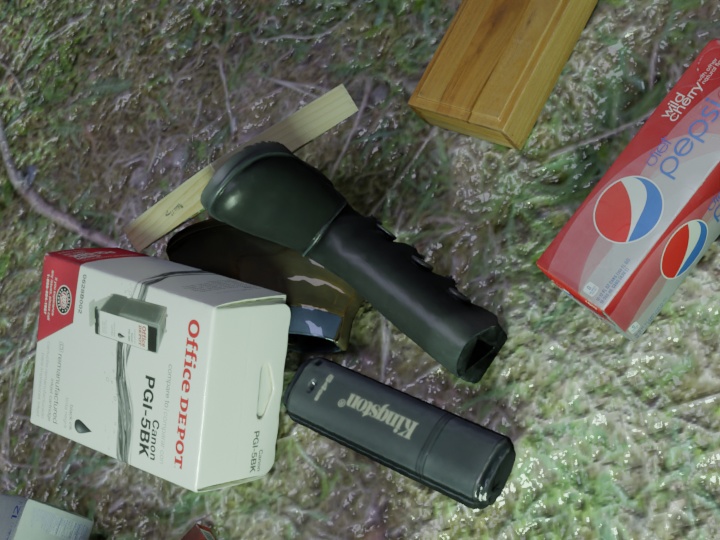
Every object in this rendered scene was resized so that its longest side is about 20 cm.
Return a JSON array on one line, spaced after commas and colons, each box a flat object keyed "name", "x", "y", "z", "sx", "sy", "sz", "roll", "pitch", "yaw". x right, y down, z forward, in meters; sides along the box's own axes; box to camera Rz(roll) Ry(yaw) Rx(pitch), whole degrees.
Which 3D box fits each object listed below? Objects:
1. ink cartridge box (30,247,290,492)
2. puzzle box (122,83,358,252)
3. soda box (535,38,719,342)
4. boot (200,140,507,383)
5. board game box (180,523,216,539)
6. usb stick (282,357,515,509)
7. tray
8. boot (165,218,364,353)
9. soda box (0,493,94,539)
[{"name": "ink cartridge box", "x": -0.161, "y": 0.072, "z": 1.062, "sx": 0.199, "sy": 0.083, "sz": 0.148, "roll": 14, "pitch": 101, "yaw": 38}, {"name": "puzzle box", "x": -0.098, "y": -0.077, "z": 1.063, "sx": 0.133, "sy": 0.025, "sz": 0.200, "roll": -36, "pitch": 6, "yaw": -29}, {"name": "soda box", "x": 0.213, "y": -0.055, "z": 0.924, "sx": 0.200, "sy": 0.063, "sz": 0.070, "roll": -53, "pitch": 50, "yaw": 1}, {"name": "boot", "x": 0.001, "y": 0.000, "z": 0.942, "sx": 0.200, "sy": 0.165, "sz": 0.066, "roll": 44, "pitch": 108, "yaw": 19}, {"name": "board game box", "x": -0.163, "y": 0.298, "z": 1.024, "sx": 0.200, "sy": 0.019, "sz": 0.103, "roll": -48, "pitch": 49, "yaw": 4}, {"name": "usb stick", "x": 0.025, "y": 0.114, "z": 0.983, "sx": 0.199, "sy": 0.033, "sz": 0.056, "roll": 20, "pitch": 80, "yaw": 39}, {"name": "tray", "x": 0.125, "y": -0.200, "z": 1.073, "sx": 0.098, "sy": 0.037, "sz": 0.201, "roll": 21, "pitch": 79, "yaw": 38}, {"name": "boot", "x": -0.081, "y": 0.013, "z": 1.078, "sx": 0.199, "sy": 0.075, "sz": 0.097, "roll": -2, "pitch": 63, "yaw": 31}, {"name": "soda box", "x": -0.281, "y": 0.282, "z": 1.071, "sx": 0.068, "sy": 0.063, "sz": 0.201, "roll": -8, "pitch": 61, "yaw": 55}]
